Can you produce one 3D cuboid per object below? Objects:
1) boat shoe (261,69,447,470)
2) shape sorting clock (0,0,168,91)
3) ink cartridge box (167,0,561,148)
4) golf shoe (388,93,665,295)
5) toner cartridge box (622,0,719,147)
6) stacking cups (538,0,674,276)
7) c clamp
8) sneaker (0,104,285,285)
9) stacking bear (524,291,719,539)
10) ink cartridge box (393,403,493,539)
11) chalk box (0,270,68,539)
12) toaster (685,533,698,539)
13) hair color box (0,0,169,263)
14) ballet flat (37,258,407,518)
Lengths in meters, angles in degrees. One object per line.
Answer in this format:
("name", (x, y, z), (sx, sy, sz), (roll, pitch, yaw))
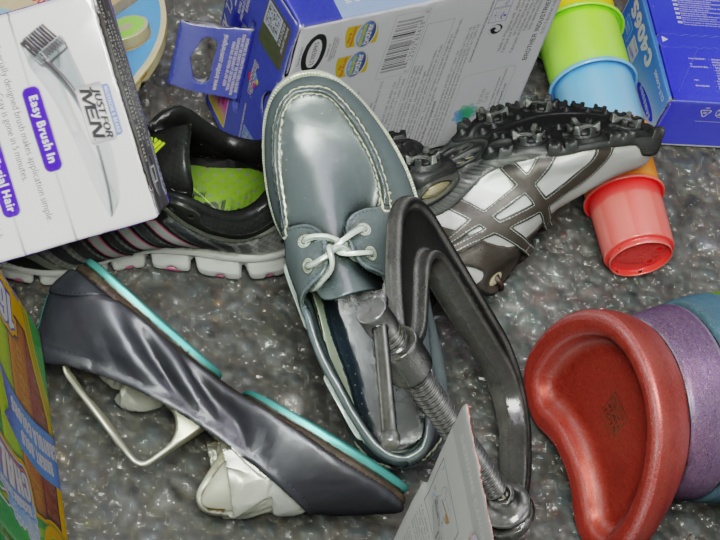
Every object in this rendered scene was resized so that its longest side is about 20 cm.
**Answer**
("boat shoe", (0.000, 0.000, 0.886), (0.073, 0.062, 0.201), (-14, 94, 1))
("shape sorting clock", (-0.200, -0.121, 0.965), (0.199, 0.039, 0.200), (-2, 40, 2))
("ink cartridge box", (-0.001, -0.123, 0.990), (0.199, 0.137, 0.076), (-17, 60, -26))
("golf shoe", (0.071, -0.035, 0.986), (0.199, 0.095, 0.078), (-14, 23, -16))
("toner cartridge box", (0.263, -0.121, 1.122), (0.199, 0.043, 0.095), (2, 54, -14))
("stacking cups", (0.133, -0.091, 1.058), (0.060, 0.061, 0.201), (1, 58, -15))
("c clamp", (0.042, 0.058, 0.860), (0.027, 0.200, 0.171), (-18, 50, 18))
("sneaker", (-0.115, -0.043, 0.933), (0.199, 0.088, 0.074), (2, 55, -14))
("stacking bear", (0.205, 0.064, 0.940), (0.199, 0.114, 0.122), (-6, 57, -24))
("ink cartridge box", (0.051, 0.171, 0.759), (0.050, 0.200, 0.161), (0, 56, -16))
("chalk box", (-0.197, 0.095, 0.772), (0.123, 0.125, 0.201), (-15, 59, 0))
("toaster", (0.189, 0.251, 0.792), (0.180, 0.119, 0.200), (21, 53, -2))
("hair color box", (-0.200, -0.052, 0.860), (0.199, 0.065, 0.110), (-15, 98, 3))
("ballet flat", (-0.074, 0.075, 0.882), (0.200, 0.073, 0.073), (35, 54, 2))
